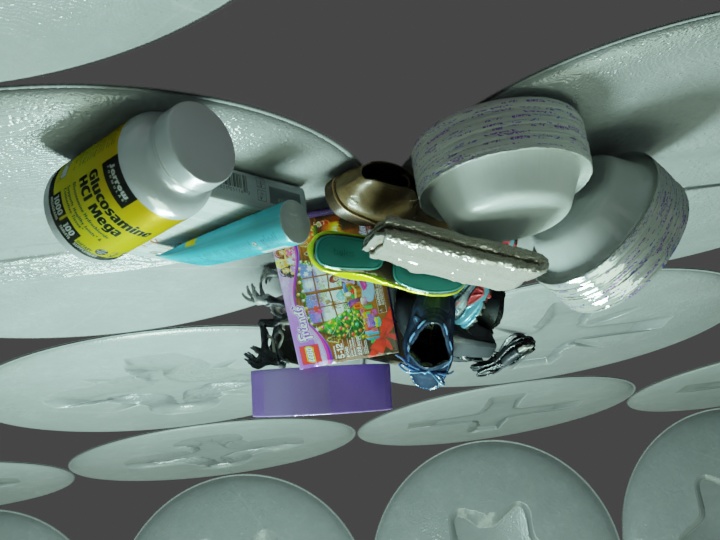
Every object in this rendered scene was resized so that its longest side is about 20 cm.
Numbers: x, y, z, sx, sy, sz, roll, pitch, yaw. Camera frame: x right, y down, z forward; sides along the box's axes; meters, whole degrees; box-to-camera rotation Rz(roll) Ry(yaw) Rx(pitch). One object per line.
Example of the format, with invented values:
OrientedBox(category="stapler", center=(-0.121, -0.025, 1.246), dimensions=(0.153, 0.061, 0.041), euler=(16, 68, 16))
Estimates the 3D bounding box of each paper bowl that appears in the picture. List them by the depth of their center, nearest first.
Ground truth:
OrientedBox(category="paper bowl", center=(0.161, -0.103, 1.150), dimensions=(0.198, 0.106, 0.201), euler=(-6, 161, -2))
OrientedBox(category="paper bowl", center=(0.286, -0.058, 1.234), dimensions=(0.104, 0.202, 0.200), euler=(37, 142, -19))

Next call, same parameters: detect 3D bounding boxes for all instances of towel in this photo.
OrientedBox(category="towel", center=(0.104, -0.015, 1.159), dimensions=(0.197, 0.035, 0.133), euler=(13, 170, -6))

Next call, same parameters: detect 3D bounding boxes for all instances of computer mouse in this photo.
OrientedBox(category="computer mouse", center=(0.132, 0.099, 1.415), dimensions=(0.198, 0.053, 0.138), euler=(28, 147, -16))

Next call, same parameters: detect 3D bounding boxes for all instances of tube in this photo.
OrientedBox(category="tube", center=(-0.147, -0.032, 1.198), dimensions=(0.198, 0.051, 0.077), euler=(-16, 156, 36))

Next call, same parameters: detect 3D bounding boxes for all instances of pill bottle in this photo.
OrientedBox(category="pill bottle", center=(-0.222, -0.090, 1.029), dimensions=(0.199, 0.114, 0.112), euler=(-24, 155, 37))

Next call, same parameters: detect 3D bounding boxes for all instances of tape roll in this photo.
OrientedBox(category="tape roll", center=(-0.055, 0.169, 1.439), dimensions=(0.197, 0.067, 0.200), euler=(-2, 174, 0))

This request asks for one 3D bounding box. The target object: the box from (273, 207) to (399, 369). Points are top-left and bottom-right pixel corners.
OrientedBox(category="box", center=(-0.032, 0.020, 1.317), dimensions=(0.135, 0.202, 0.039), euler=(-10, -163, 5))

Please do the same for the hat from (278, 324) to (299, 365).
OrientedBox(category="hat", center=(-0.052, 0.060, 1.528), dimensions=(0.198, 0.082, 0.201), euler=(-11, -155, 5))

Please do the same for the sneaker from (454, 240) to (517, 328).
OrientedBox(category="sneaker", center=(0.144, -0.026, 1.320), dimensions=(0.095, 0.202, 0.079), euler=(23, -167, -5))

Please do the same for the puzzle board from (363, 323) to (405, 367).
OrientedBox(category="puzzle board", center=(0.073, 0.086, 1.545), dimensions=(0.149, 0.018, 0.200), euler=(8, -149, 30))

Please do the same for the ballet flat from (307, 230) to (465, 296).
OrientedBox(category="ballet flat", center=(0.031, -0.011, 1.247), dimensions=(0.197, 0.068, 0.067), euler=(10, 173, -9))

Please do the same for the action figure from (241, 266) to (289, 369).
OrientedBox(category="action figure", center=(-0.111, 0.038, 1.435), dimensions=(0.101, 0.202, 0.119), euler=(25, -167, 10))

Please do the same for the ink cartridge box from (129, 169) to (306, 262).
OrientedBox(category="ink cartridge box", center=(-0.187, -0.062, 1.236), dimensions=(0.159, 0.048, 0.199), euler=(10, 156, -44))

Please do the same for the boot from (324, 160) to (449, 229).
OrientedBox(category="boot", center=(0.055, -0.082, 1.244), dimensions=(0.199, 0.074, 0.075), euler=(14, 145, -41))

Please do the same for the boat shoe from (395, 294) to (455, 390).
OrientedBox(category="boat shoe", center=(0.083, 0.101, 1.336), dimensions=(0.083, 0.069, 0.201), euler=(3, 140, 9))

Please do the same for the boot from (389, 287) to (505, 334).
OrientedBox(category="boot", center=(0.121, 0.018, 1.422), dimensions=(0.166, 0.077, 0.201), euler=(9, 141, 5))
